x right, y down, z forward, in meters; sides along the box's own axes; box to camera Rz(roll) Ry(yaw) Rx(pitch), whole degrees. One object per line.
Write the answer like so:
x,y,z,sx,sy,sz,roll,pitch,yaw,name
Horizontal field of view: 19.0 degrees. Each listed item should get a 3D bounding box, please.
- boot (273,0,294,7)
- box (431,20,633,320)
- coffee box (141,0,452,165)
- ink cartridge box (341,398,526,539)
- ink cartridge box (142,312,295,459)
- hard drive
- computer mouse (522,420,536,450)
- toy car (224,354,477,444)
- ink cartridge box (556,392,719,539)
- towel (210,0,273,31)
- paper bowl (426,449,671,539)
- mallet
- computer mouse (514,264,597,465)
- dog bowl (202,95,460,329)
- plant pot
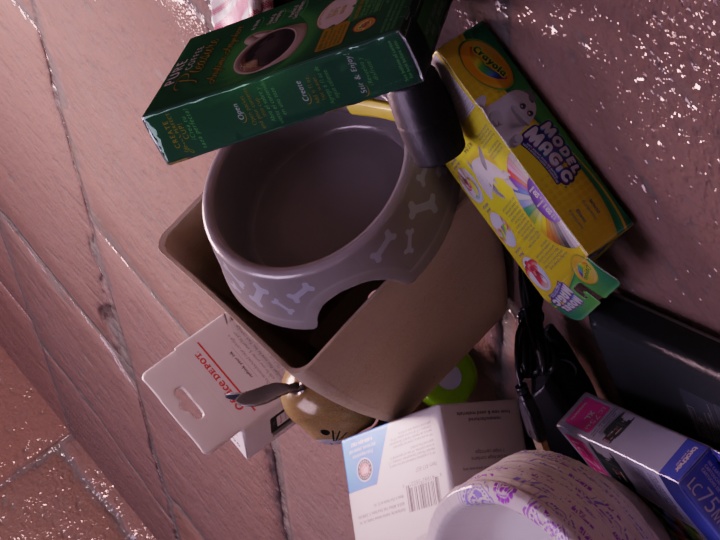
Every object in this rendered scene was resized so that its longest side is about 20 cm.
-0.041,-0.236,1.591,0.200,0.072,0.168,37,142,55,boot
0.114,-0.063,1.485,0.201,0.048,0.117,56,163,7,box
-0.041,-0.143,1.458,0.044,0.199,0.123,62,-155,-26,coffee box
0.068,0.214,1.677,0.146,0.084,0.202,-24,71,53,ink cartridge box
-0.100,0.097,2.095,0.116,0.199,0.068,47,161,24,ink cartridge box
0.241,0.101,1.469,0.200,0.033,0.140,27,148,56,hard drive
0.148,0.167,1.805,0.138,0.053,0.200,27,158,26,computer mouse
-0.016,0.125,1.865,0.164,0.198,0.159,164,111,-78,toy car
0.225,0.156,1.481,0.119,0.042,0.200,49,166,-23,ink cartridge box
-0.098,-0.232,1.620,0.146,0.030,0.202,130,135,-69,towel
0.147,0.221,1.513,0.200,0.104,0.202,31,135,38,paper bowl
-0.004,-0.125,1.513,0.199,0.041,0.066,24,141,48,mallet
0.151,0.101,1.603,0.141,0.046,0.201,-79,-21,-55,computer mouse
-0.028,-0.058,1.583,0.200,0.200,0.059,40,174,39,dog bowl
0.000,0.000,1.683,0.200,0.200,0.177,40,174,39,plant pot
